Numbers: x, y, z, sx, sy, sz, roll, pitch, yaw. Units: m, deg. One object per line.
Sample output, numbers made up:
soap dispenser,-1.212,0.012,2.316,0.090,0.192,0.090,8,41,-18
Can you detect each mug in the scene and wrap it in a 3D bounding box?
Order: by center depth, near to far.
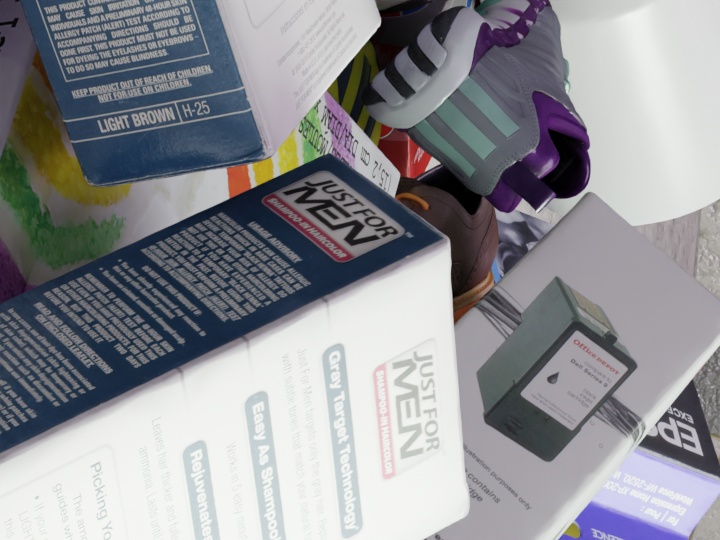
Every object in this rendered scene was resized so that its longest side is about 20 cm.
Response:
mug,0.111,-0.134,1.231,0.149,0.186,0.153,-44,143,-16

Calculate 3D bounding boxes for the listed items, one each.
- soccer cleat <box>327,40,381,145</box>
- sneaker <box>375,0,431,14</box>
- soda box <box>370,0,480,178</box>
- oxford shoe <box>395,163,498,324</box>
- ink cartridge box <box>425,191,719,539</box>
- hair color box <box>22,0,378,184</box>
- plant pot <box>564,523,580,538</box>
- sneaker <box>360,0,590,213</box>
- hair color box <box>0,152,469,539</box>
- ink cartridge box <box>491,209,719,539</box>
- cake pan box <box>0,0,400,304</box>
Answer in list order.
soccer cleat,-0.025,-0.037,1.051,0.201,0.064,0.084,84,14,-49
sneaker,0.019,-0.155,1.076,0.200,0.080,0.084,-160,-123,-80
soda box,0.018,-0.113,1.200,0.200,0.063,0.070,-63,156,-54
oxford shoe,0.000,0.000,1.010,0.200,0.071,0.073,-33,136,-63
ink cartridge box,0.042,0.082,0.983,0.200,0.084,0.146,-42,170,-40
hair color box,-0.063,-0.136,0.679,0.100,0.060,0.201,-55,133,-58
plant pot,0.041,0.127,1.229,0.200,0.199,0.143,-42,113,-71
sneaker,0.061,-0.063,1.042,0.074,0.088,0.200,-44,177,20
hair color box,-0.068,0.057,0.674,0.199,0.060,0.100,-25,130,-25
ink cartridge box,0.078,0.050,1.172,0.043,0.197,0.201,-47,-143,33
cake pan box,-0.068,0.000,0.783,0.200,0.052,0.185,47,50,-45
